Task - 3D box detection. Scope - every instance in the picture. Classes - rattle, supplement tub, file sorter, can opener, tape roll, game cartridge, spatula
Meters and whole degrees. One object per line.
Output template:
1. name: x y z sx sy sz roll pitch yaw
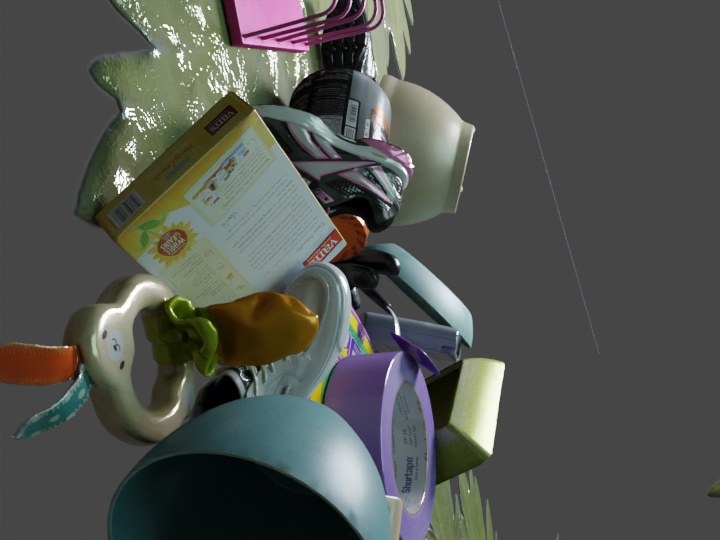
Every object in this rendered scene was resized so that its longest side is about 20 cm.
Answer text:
1. rattle: -0.131 0.063 0.615 0.200 0.142 0.131 31 71 -74
2. supplement tub: -0.031 -0.117 0.994 0.123 0.122 0.201 60 29 -48
3. file sorter: -0.060 -0.328 0.992 0.200 0.124 0.140 -33 113 -69
4. can opener: 0.000 0.000 1.006 0.079 0.063 0.200 53 -18 -8
5. tape roll: 0.024 0.188 0.944 0.200 0.065 0.202 -6 90 -71
6. game cartridge: 0.062 0.088 1.147 0.200 0.132 0.042 56 49 -78
7. spatula: 0.035 0.057 1.026 0.057 0.020 0.200 53 1 -39

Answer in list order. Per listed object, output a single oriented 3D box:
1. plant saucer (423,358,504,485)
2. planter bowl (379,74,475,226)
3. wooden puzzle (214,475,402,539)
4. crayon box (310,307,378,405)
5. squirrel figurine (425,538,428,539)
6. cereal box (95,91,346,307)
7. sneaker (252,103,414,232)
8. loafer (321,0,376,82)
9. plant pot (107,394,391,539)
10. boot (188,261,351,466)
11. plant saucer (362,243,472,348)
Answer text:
1. plant saucer: 0.079 0.194 1.118 0.048 0.199 0.200 50 28 -15
2. planter bowl: 0.077 -0.148 1.198 0.200 0.134 0.202 13 90 -86
3. wooden puzzle: -0.053 0.279 0.773 0.199 0.046 0.187 19 71 -35
4. crayon box: -0.034 0.129 0.983 0.200 0.058 0.174 62 28 -47
5. squirrel figurine: 0.123 0.452 1.202 0.187 0.140 0.202 -59 140 -71
6. cereal box: -0.105 -0.031 0.741 0.039 0.144 0.200 41 -9 35
7. sneaker: -0.046 -0.093 0.860 0.080 0.198 0.087 129 -27 -68
8. loafer: -0.013 -0.263 1.201 0.070 0.068 0.202 -17 104 -79
9. plant pot: -0.062 0.170 0.655 0.135 0.199 0.201 -60 138 -57
10. boot: -0.078 0.084 0.751 0.201 0.073 0.095 -67 157 5
11. plant saucer: 0.086 0.025 1.214 0.200 0.036 0.200 43 -2 2
